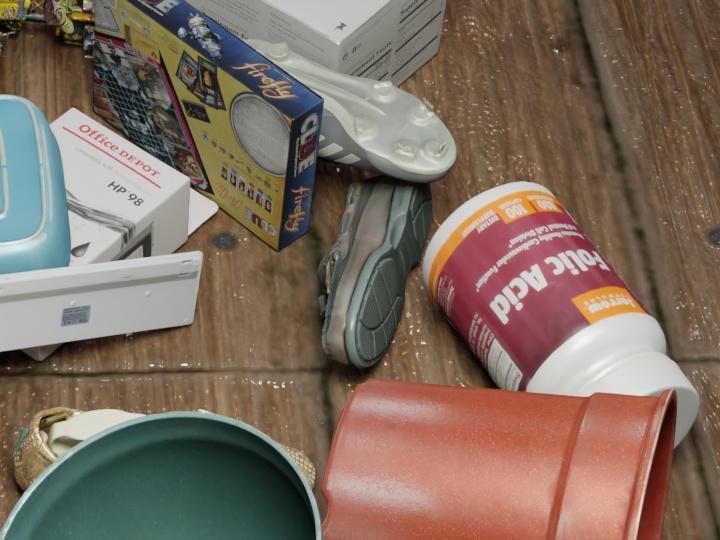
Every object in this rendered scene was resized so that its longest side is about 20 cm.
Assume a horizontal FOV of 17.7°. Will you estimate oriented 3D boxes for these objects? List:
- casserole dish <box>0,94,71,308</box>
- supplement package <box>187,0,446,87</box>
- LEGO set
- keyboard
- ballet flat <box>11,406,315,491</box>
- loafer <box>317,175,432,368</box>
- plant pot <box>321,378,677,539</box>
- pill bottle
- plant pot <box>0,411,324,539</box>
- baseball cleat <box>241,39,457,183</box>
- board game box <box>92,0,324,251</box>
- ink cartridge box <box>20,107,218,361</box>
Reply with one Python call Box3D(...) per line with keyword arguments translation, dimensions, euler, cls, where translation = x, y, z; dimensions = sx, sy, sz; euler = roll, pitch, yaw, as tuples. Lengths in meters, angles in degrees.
Box3D(translation=(-0.262, -0.057, 1.581), dimensions=(0.121, 0.039, 0.200), euler=(-4, 46, -10), cls="casserole dish")
Box3D(translation=(-0.055, -0.219, 1.800), dimensions=(0.200, 0.111, 0.156), euler=(32, 51, 20), cls="supplement package")
Box3D(translation=(-0.242, -0.203, 1.715), dimensions=(0.154, 0.200, 0.116), euler=(8, 59, -21), cls="LEGO set")
Box3D(translation=(-0.192, 0.023, 1.556), dimensions=(0.200, 0.056, 0.011), euler=(-7, 33, -38), cls="keyboard")
Box3D(translation=(-0.127, 0.122, 1.504), dimensions=(0.200, 0.065, 0.071), euler=(1, 47, -7), cls="ballet flat")
Box3D(translation=(0.000, 0.000, 1.645), dimensions=(0.063, 0.072, 0.200), euler=(1, 37, 19), cls="loafer")
Box3D(translation=(0.082, 0.154, 1.428), dimensions=(0.195, 0.201, 0.201), euler=(10, 46, 12), cls="plant pot")
Box3D(translation=(0.137, 0.043, 1.579), dimensions=(0.114, 0.114, 0.200), euler=(-19, 52, -23), cls="pill bottle")
Box3D(translation=(-0.103, 0.204, 1.366), dimensions=(0.200, 0.134, 0.201), euler=(-8, 53, 11), cls="plant pot")
Box3D(translation=(-0.018, -0.102, 1.697), dimensions=(0.200, 0.107, 0.070), euler=(30, 54, 19), cls="baseball cleat")
Box3D(translation=(-0.115, -0.121, 1.684), dimensions=(0.200, 0.136, 0.035), euler=(37, 53, 24), cls="board game box")
Box3D(translation=(-0.203, -0.039, 1.642), dimensions=(0.116, 0.067, 0.200), euler=(31, 51, 21), cls="ink cartridge box")
